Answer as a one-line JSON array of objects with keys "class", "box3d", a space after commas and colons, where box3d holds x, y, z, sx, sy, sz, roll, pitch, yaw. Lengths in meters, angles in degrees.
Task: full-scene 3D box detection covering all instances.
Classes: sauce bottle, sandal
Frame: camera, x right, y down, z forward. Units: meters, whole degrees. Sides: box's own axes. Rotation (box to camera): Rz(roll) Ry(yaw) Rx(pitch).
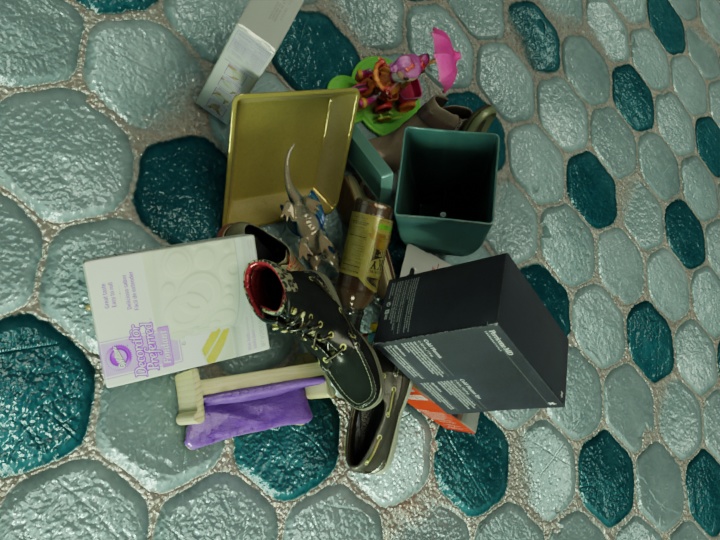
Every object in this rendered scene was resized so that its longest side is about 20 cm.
[{"class": "sauce bottle", "box3d": [0.000, 0.000, 0.916, 0.064, 0.064, 0.204, 10, 96, -30]}, {"class": "sandal", "box3d": [0.181, -0.180, 1.056, 0.057, 0.202, 0.080, 40, 50, 16]}]

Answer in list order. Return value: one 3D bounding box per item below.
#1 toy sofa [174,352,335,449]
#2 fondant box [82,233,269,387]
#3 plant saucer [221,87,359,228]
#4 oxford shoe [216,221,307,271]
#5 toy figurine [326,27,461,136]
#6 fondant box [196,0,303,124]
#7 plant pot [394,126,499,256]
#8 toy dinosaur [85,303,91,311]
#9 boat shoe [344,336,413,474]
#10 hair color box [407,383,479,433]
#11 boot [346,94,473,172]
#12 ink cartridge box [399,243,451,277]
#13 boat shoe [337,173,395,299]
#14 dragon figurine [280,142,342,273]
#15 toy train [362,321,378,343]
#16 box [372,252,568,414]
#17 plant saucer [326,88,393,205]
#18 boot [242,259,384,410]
[{"class": "toy sofa", "box3d": [-0.135, 0.167, 0.826, 0.197, 0.082, 0.100, -4, 79, -34]}, {"class": "fondant box", "box3d": [-0.218, 0.043, 0.764, 0.196, 0.058, 0.147, -11, 99, -24]}, {"class": "plant saucer", "box3d": [-0.108, -0.166, 0.891, 0.197, 0.203, 0.048, -15, 44, -35]}, {"class": "oxford shoe", "box3d": [-0.110, 0.006, 0.881, 0.199, 0.074, 0.071, 38, 63, -28]}, {"class": "toy figurine", "box3d": [0.069, -0.315, 1.014, 0.197, 0.183, 0.153, -11, 84, -33]}, {"class": "fondant box", "box3d": [-0.145, -0.308, 0.853, 0.058, 0.199, 0.146, 30, 64, -17]}, {"class": "plant pot", "box3d": [0.131, -0.102, 0.987, 0.138, 0.201, 0.144, 6, 70, 7]}, {"class": "toy dinosaur", "box3d": [-0.245, 0.037, 0.814, 0.197, 0.058, 0.103, 13, 87, -26]}, {"class": "boat shoe", "box3d": [0.024, 0.171, 0.856, 0.060, 0.071, 0.205, 26, 70, -53]}, {"class": "hair color box", "box3d": [0.118, 0.160, 0.973, 0.199, 0.063, 0.113, 39, 60, -38]}, {"class": "boot", "box3d": [0.083, -0.221, 1.018, 0.197, 0.146, 0.071, -8, 64, -39]}, {"class": "ink cartridge box", "box3d": [0.124, 0.053, 1.031, 0.198, 0.067, 0.118, 27, 65, -25]}, {"class": "boat shoe", "box3d": [0.023, -0.058, 0.993, 0.071, 0.072, 0.203, -17, 83, -35]}, {"class": "dragon figurine", "box3d": [-0.079, -0.075, 0.899, 0.058, 0.100, 0.203, -23, 104, -2]}, {"class": "toy train", "box3d": [0.018, 0.170, 0.947, 0.151, 0.055, 0.201, 57, 48, -28]}, {"class": "box", "box3d": [0.150, 0.093, 0.828, 0.200, 0.180, 0.105, 46, 47, -35]}, {"class": "plant saucer", "box3d": [-0.010, -0.186, 0.951, 0.019, 0.070, 0.201, -24, 60, -18]}, {"class": "boot", "box3d": [-0.058, 0.078, 0.769, 0.206, 0.073, 0.153, 60, 16, 22]}]
